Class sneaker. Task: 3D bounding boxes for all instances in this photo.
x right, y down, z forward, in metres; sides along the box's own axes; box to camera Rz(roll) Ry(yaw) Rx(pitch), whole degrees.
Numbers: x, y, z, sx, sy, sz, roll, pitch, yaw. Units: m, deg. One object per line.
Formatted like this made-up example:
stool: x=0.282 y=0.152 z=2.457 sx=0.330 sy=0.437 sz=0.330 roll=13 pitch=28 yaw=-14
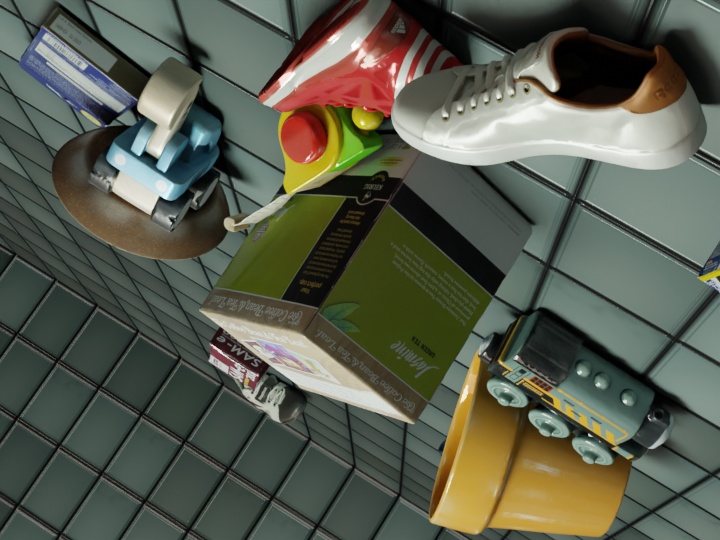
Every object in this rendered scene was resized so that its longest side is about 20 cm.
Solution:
sneaker: x=0.099 y=-0.112 z=0.770 sx=0.200 sy=0.073 sz=0.085 roll=5 pitch=147 yaw=32
sneaker: x=0.004 y=-0.124 z=0.924 sx=0.116 sy=0.078 sz=0.200 roll=38 pitch=167 yaw=-12
sneaker: x=-0.186 y=0.242 z=2.575 sx=0.089 sy=0.074 sz=0.200 roll=41 pitch=164 yaw=-36

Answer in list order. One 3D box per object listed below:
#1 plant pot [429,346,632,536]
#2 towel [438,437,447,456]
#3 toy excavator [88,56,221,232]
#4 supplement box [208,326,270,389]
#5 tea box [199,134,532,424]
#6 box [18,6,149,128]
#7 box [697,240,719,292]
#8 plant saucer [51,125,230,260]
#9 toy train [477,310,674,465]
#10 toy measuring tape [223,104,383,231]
plant pot: x=0.190 y=0.202 z=1.420 sx=0.183 sy=0.200 sz=0.200 roll=17 pitch=165 yaw=2
towel: x=0.214 y=0.327 z=2.032 sx=0.200 sy=0.049 sz=0.112 roll=34 pitch=167 yaw=-3
toy excavator: x=-0.185 y=-0.137 z=1.269 sx=0.100 sy=0.200 sz=0.194 roll=32 pitch=-150 yaw=2
supplement box: x=-0.074 y=0.015 z=1.302 sx=0.061 sy=0.200 sz=0.109 roll=33 pitch=166 yaw=1
tea box: x=0.000 y=0.000 z=1.100 sx=0.134 sy=0.197 sz=0.200 roll=41 pitch=165 yaw=-26
box: x=-0.295 y=-0.209 z=1.384 sx=0.121 sy=0.032 sz=0.200 roll=38 pitch=164 yaw=-17
box: x=0.268 y=-0.018 z=0.721 sx=0.070 sy=0.064 sz=0.200 roll=34 pitch=167 yaw=-2
plant saucer: x=-0.227 y=-0.094 z=1.399 sx=0.200 sy=0.200 sz=0.037 roll=33 pitch=127 yaw=1
toy train: x=0.211 y=0.118 z=1.283 sx=0.200 sy=0.085 sz=0.114 roll=34 pitch=156 yaw=-3
toy measuring tape: x=-0.055 y=-0.098 z=1.077 sx=0.074 sy=0.074 sz=0.200 roll=39 pitch=137 yaw=-23
